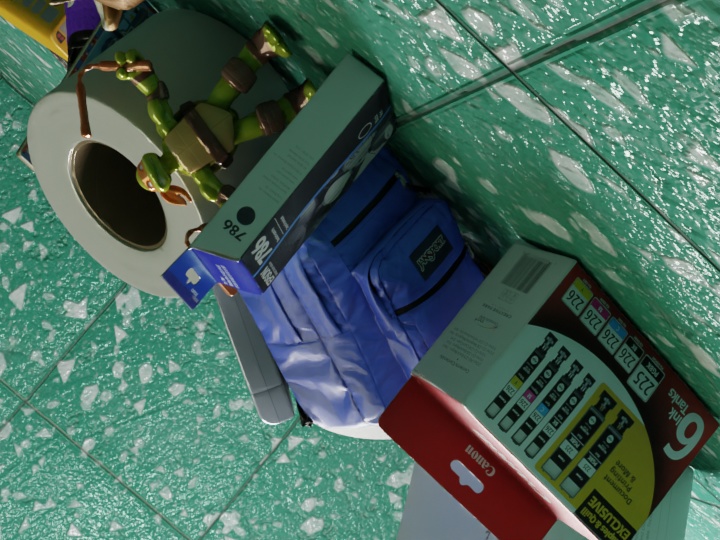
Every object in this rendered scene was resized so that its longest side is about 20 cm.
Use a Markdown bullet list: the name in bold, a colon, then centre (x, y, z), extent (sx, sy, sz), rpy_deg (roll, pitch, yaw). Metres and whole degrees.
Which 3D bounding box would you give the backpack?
- **backpack**: centre (0.003, -0.003, 1.134), extent (0.167, 0.163, 0.201), rpy_deg (-14, 115, 42)

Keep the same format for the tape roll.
- **tape roll**: centre (-0.160, -0.098, 1.207), extent (0.201, 0.139, 0.204), rpy_deg (26, 141, 24)

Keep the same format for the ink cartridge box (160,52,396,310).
- **ink cartridge box**: centre (-0.052, -0.050, 1.000), extent (0.039, 0.200, 0.100), rpy_deg (38, 173, 14)

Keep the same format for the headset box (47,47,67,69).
- **headset box**: centre (-0.215, -0.182, 1.499), extent (0.199, 0.075, 0.149), rpy_deg (34, 169, 37)

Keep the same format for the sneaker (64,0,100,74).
- **sneaker**: centre (-0.240, -0.176, 1.331), extent (0.069, 0.100, 0.202), rpy_deg (0, 116, 19)

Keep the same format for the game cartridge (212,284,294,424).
- **game cartridge**: centre (-0.111, 0.040, 1.362), extent (0.133, 0.041, 0.202), rpy_deg (-126, 17, -72)

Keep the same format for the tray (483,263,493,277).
- **tray**: centre (0.113, 0.028, 1.243), extent (0.199, 0.037, 0.099), rpy_deg (32, 168, 44)

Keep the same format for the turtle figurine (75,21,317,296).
- **turtle figurine**: centre (-0.104, -0.097, 1.066), extent (0.201, 0.161, 0.064), rpy_deg (56, -177, 2)

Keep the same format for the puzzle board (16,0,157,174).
- **puzzle board**: centre (-0.209, -0.137, 1.310), extent (0.017, 0.201, 0.151), rpy_deg (0, 144, 45)

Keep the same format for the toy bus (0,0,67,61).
- **toy bus**: centre (-0.301, -0.265, 1.443), extent (0.199, 0.078, 0.065), rpy_deg (34, 170, 41)

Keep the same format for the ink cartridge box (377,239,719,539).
- **ink cartridge box**: centre (0.140, 0.112, 1.063), extent (0.200, 0.176, 0.084), rpy_deg (44, 171, -27)

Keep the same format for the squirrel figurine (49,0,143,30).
- **squirrel figurine**: centre (-0.217, -0.260, 1.005), extent (0.186, 0.142, 0.200), rpy_deg (32, -171, -14)

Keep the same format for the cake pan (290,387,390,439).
- **cake pan**: centre (0.026, 0.103, 1.337), extent (0.200, 0.198, 0.037), rpy_deg (50, -149, -50)

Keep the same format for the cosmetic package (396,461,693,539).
- **cosmetic package**: centre (0.165, 0.224, 1.287), extent (0.199, 0.168, 0.167), rpy_deg (32, 148, -25)
